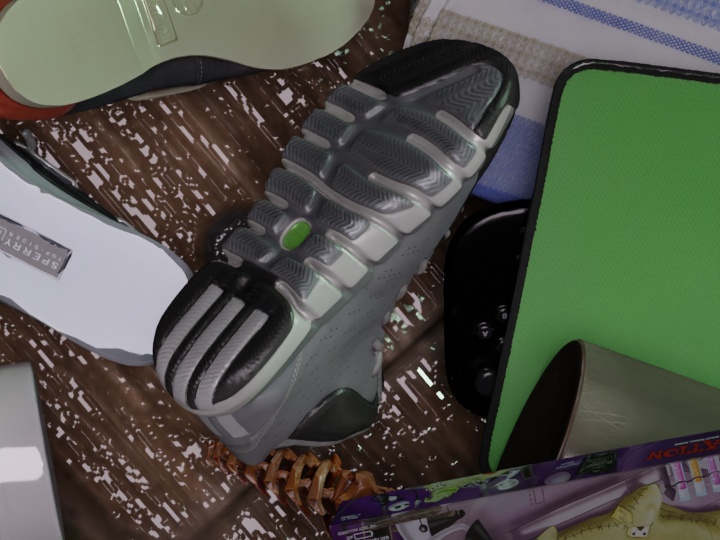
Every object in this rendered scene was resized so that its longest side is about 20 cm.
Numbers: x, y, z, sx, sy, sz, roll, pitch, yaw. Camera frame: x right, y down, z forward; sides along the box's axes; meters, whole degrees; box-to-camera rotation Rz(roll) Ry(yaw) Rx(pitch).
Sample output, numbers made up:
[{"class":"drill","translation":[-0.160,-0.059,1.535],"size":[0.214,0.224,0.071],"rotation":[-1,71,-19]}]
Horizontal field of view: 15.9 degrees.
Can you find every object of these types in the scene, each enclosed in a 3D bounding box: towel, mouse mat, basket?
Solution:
[{"class":"towel","translation":[0.099,-0.117,1.094],"size":[0.146,0.024,0.201],"rotation":[17,112,-13]},{"class":"mouse mat","translation":[0.143,0.011,1.109],"size":[0.160,0.008,0.201],"rotation":[6,113,-11]},{"class":"basket","translation":[0.158,0.118,1.073],"size":[0.199,0.180,0.137],"rotation":[23,100,-7]}]

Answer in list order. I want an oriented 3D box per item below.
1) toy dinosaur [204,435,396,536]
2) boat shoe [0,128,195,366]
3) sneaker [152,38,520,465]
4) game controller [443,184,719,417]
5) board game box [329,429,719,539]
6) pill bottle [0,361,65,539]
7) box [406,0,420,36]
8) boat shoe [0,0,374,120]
[{"class":"toy dinosaur","translation":[0.013,0.147,1.118],"size":[0.199,0.102,0.136],"rotation":[34,72,12]},{"class":"boat shoe","translation":[-0.153,-0.025,1.092],"size":[0.198,0.068,0.074],"rotation":[26,89,0]},{"class":"sneaker","translation":[0.000,0.000,1.087],"size":[0.200,0.116,0.075],"rotation":[-46,56,-13]},{"class":"game controller","translation":[0.134,0.011,1.127],"size":[0.198,0.042,0.105],"rotation":[-5,126,-7]},{"class":"board game box","translation":[0.098,0.131,1.001],"size":[0.199,0.032,0.121],"rotation":[-12,109,16]},{"class":"pill bottle","translation":[-0.227,0.096,1.065],"size":[0.198,0.111,0.112],"rotation":[-11,92,-6]},{"class":"box","translation":[0.124,-0.147,1.136],"size":[0.198,0.041,0.120],"rotation":[5,91,-4]},{"class":"boat shoe","translation":[-0.083,-0.106,1.084],"size":[0.199,0.062,0.072],"rotation":[-20,95,-34]}]
